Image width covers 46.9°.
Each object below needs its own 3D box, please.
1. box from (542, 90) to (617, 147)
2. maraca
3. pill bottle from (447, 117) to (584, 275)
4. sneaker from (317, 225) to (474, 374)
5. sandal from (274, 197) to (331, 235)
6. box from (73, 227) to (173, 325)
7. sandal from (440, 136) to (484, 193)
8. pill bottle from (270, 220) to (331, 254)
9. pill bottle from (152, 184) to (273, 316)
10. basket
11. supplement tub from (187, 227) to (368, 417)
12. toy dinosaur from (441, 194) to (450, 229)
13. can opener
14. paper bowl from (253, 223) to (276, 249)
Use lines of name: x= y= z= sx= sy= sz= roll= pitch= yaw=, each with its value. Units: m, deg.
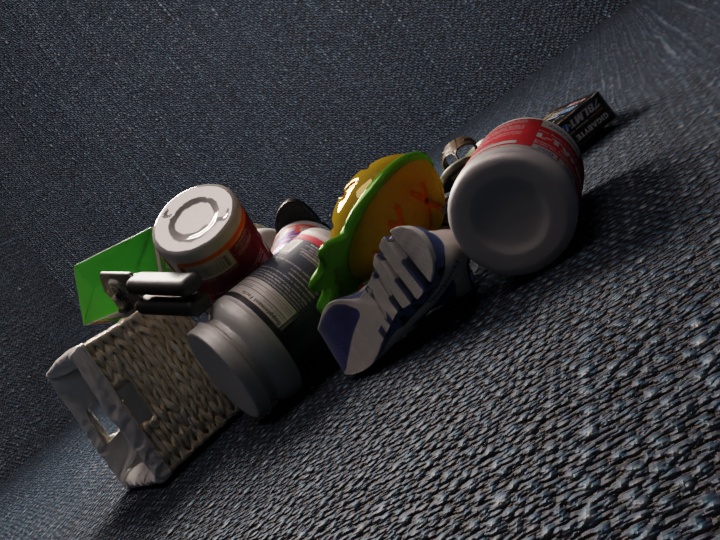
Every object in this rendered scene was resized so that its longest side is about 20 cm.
box: x=0.232 y=-0.157 z=1.144 sx=0.198 sy=0.050 sz=0.200 roll=-37 pitch=6 yaw=1
maraca: x=0.016 y=-0.040 z=0.868 sx=0.200 sy=0.107 sz=0.137 roll=-49 pitch=-30 yaw=-20
pill bottle: x=0.154 y=-0.081 z=0.786 sx=0.112 sy=0.112 sz=0.200 roll=-34 pitch=8 yaw=26
sneaker: x=0.050 y=0.025 z=0.813 sx=0.115 sy=0.081 sz=0.200 roll=-13 pitch=-27 yaw=-41
sandal: x=-0.070 y=-0.044 z=1.322 sx=0.075 sy=0.200 sz=0.045 roll=-20 pitch=40 yaw=23
box: x=-0.284 y=0.007 z=1.213 sx=0.199 sy=0.097 sz=0.176 roll=-19 pitch=-12 yaw=37
sandal: x=0.147 y=-0.165 z=1.219 sx=0.080 sy=0.057 sz=0.201 roll=-36 pitch=5 yaw=23
pill bottle: x=-0.092 y=0.025 z=1.213 sx=0.111 sy=0.111 sz=0.201 roll=-34 pitch=26 yaw=28
pill bottle: x=-0.165 y=-0.002 z=1.043 sx=0.113 sy=0.200 sz=0.115 roll=-11 pitch=50 yaw=14
basket: x=-0.285 y=0.160 z=1.100 sx=0.161 sy=0.199 sz=0.200 roll=-37 pitch=5 yaw=-33
supplement tub: x=-0.085 y=0.058 z=0.964 sx=0.200 sy=0.141 sz=0.140 roll=-41 pitch=8 yaw=-23
toy dinosaur: x=0.075 y=-0.044 z=1.009 sx=0.199 sy=0.102 sz=0.136 roll=-34 pitch=4 yaw=12
can opener: x=-0.242 y=0.018 z=0.996 sx=0.199 sy=0.054 sz=0.067 roll=0 pitch=29 yaw=42
paper bowl: x=-0.155 y=0.013 z=1.350 sx=0.104 sy=0.201 sz=0.201 roll=-33 pitch=8 yaw=34
